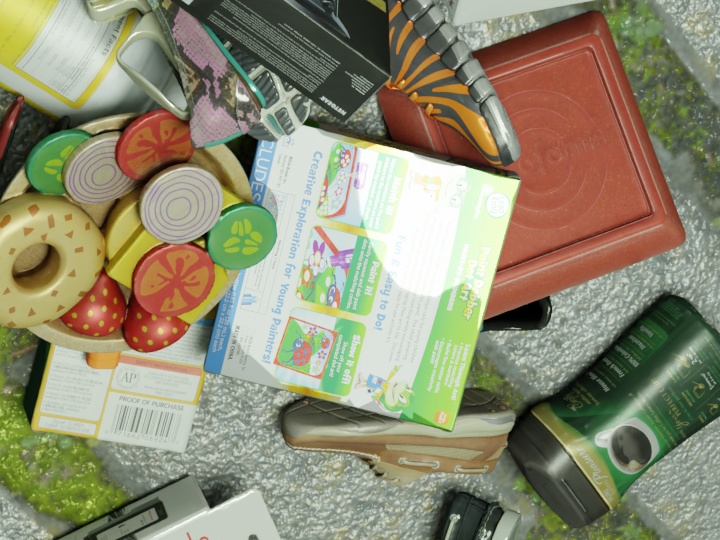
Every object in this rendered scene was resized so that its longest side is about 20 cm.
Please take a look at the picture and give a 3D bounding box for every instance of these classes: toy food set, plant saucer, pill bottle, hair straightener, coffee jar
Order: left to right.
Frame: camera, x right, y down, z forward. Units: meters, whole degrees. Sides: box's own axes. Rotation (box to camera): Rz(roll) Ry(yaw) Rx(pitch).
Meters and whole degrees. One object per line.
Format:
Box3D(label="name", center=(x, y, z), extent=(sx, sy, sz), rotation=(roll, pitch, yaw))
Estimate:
Box3D(label="hair straightener", center=(-0.244, -0.036, 1.341), extent=(0.076, 0.041, 0.200), rotation=(22, 129, -12))
Box3D(label="pill bottle", center=(-0.214, -0.171, 1.306), extent=(0.199, 0.112, 0.112), rotation=(32, 96, -27))
Box3D(label="toy food set", center=(-0.164, -0.023, 1.299), extent=(0.200, 0.049, 0.198), rotation=(33, 104, -36))
Box3D(label="plant saucer", center=(0.138, -0.085, 1.446), extent=(0.198, 0.037, 0.201), rotation=(-20, 86, -11))
Box3D(label="coffee jar", center=(0.222, 0.120, 1.561), extent=(0.200, 0.085, 0.104), rotation=(-39, 118, -3))

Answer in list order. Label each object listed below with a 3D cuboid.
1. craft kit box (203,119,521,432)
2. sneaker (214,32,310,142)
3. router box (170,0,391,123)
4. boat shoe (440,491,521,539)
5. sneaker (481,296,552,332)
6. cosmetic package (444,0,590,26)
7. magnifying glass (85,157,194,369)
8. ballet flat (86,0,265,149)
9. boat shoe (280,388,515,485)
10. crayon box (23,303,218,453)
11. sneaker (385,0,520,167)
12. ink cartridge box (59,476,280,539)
Box3D(label="craft kit box", center=(0.000, 0.000, 1.386), extent=(0.196, 0.049, 0.201), rotation=(15, 101, -2))
Box3D(label="sneaker", center=(-0.094, -0.186, 1.329), extent=(0.077, 0.080, 0.201), rotation=(-30, 91, 10))
Box3D(label="router box", center=(-0.069, -0.211, 1.249), extent=(0.199, 0.158, 0.052), rotation=(34, 122, -24))
Box3D(label="boat shoe", center=(0.080, 0.276, 1.584), extent=(0.060, 0.076, 0.201), rotation=(25, 113, 15))
Box3D(label="sneaker", center=(0.063, 0.006, 1.472), extent=(0.199, 0.080, 0.072), rotation=(9, 106, -20))
Box3D(label="cosmetic package", center=(0.150, -0.263, 1.384), extent=(0.199, 0.113, 0.081), rotation=(-13, 156, -16))
Box3D(label="magnifying glass", center=(-0.169, -0.016, 1.344), extent=(0.079, 0.022, 0.201), rotation=(1, 122, -25))
Box3D(label="ballet flat", center=(-0.139, -0.168, 1.243), extent=(0.071, 0.069, 0.201), rotation=(-30, 77, -8))
Box3D(label="boat shoe", center=(0.031, 0.141, 1.515), extent=(0.198, 0.076, 0.072), rotation=(2, 110, -17))
Box3D(label="crayon box", center=(-0.173, 0.031, 1.422), extent=(0.125, 0.052, 0.201), rotation=(11, 105, -21))
Box3D(label="sneaker", center=(0.030, -0.140, 1.392), extent=(0.112, 0.078, 0.201), rotation=(-35, 75, 4))
Box3D(label="ink cartridge box", center=(-0.160, 0.248, 1.482), extent=(0.199, 0.068, 0.117), rotation=(-25, 114, -8))
